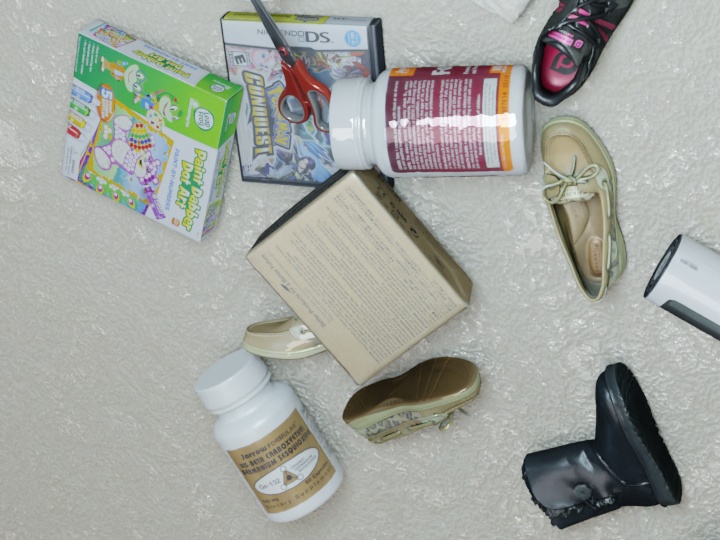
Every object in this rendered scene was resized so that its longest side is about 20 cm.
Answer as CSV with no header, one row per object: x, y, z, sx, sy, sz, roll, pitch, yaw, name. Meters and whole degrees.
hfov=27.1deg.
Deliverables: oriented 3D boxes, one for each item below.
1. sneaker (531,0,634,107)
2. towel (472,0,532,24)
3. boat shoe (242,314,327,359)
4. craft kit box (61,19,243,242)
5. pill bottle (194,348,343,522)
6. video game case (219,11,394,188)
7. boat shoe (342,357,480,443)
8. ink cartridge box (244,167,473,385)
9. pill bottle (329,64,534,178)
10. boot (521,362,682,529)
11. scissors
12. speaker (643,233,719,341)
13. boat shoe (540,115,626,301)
0.219,-0.243,1.460,0.077,0.084,0.200,20,125,7,sneaker
0.150,-0.350,1.457,0.132,0.034,0.200,35,125,-2,towel
-0.047,0.060,1.762,0.199,0.072,0.065,-5,112,18,boat shoe
-0.242,-0.157,1.711,0.197,0.049,0.200,24,127,12,craft kit box
-0.116,0.201,1.844,0.114,0.114,0.200,-21,109,31,pill bottle
-0.057,-0.184,1.645,0.180,0.026,0.200,6,121,19,video game case
0.070,0.156,1.767,0.200,0.073,0.063,-19,123,41,boat shoe
0.000,0.000,1.654,0.165,0.075,0.200,-36,103,21,ink cartridge box
0.075,-0.153,1.542,0.199,0.114,0.114,0,119,13,pill bottle
0.259,0.208,1.718,0.168,0.076,0.200,-16,118,25,boot
-0.069,-0.223,1.569,0.073,0.014,0.200,12,141,24,scissors
0.402,0.043,1.561,0.200,0.081,0.081,30,126,2,speaker
0.235,-0.065,1.574,0.073,0.063,0.200,-10,114,28,boat shoe
